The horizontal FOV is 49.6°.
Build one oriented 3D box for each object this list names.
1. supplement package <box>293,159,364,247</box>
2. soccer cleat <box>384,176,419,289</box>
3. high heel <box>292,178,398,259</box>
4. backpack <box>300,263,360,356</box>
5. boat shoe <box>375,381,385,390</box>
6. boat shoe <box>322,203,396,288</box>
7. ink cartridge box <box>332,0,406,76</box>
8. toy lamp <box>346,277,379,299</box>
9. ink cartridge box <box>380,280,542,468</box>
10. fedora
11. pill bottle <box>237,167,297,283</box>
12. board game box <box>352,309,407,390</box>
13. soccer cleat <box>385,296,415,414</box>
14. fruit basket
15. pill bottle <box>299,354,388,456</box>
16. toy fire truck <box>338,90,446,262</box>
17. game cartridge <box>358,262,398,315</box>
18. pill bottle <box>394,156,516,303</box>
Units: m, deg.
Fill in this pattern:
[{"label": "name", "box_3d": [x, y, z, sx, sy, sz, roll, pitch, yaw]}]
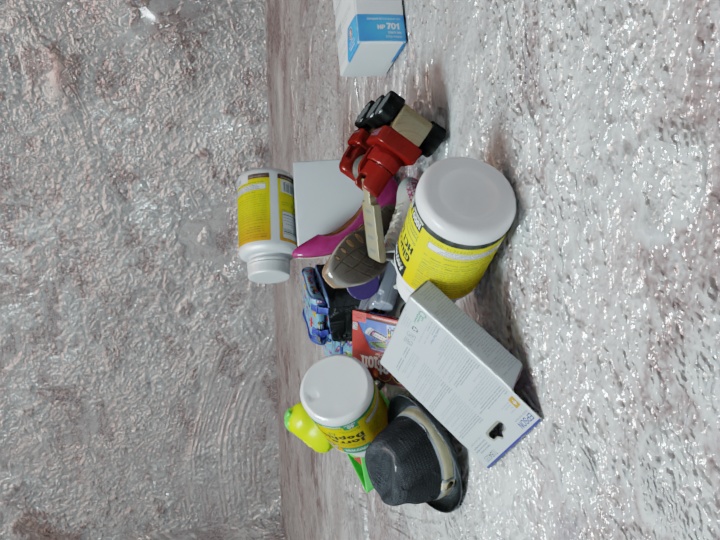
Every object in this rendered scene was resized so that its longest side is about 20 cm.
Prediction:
[{"label": "supplement package", "box_3d": [-0.040, -0.112, 1.388, 0.200, 0.151, 0.151, -160, 66, -86]}, {"label": "soccer cleat", "box_3d": [0.067, -0.057, 1.136, 0.070, 0.086, 0.200, 103, 159, -54]}, {"label": "high heel", "box_3d": [-0.025, -0.084, 1.255, 0.067, 0.200, 0.096, 16, 124, 69]}, {"label": "backpack", "box_3d": [-0.047, 0.102, 1.601, 0.183, 0.134, 0.200, -111, 18, -55]}, {"label": "boat shoe", "box_3d": [0.017, 0.168, 1.316, 0.200, 0.074, 0.060, -50, 5, 26]}, {"label": "boat shoe", "box_3d": [0.003, -0.027, 1.162, 0.072, 0.200, 0.076, -32, 96, 43]}, {"label": "ink cartridge box", "box_3d": [0.008, -0.438, 1.273, 0.146, 0.086, 0.200, 150, 116, -76]}, {"label": "toy lamp", "box_3d": [0.000, 0.000, 1.286, 0.200, 0.058, 0.058, -110, 18, -79]}, {"label": "ink cartridge box", "box_3d": [0.121, 0.131, 0.944, 0.200, 0.043, 0.196, 43, 152, 13]}, {"label": "fedora", "box_3d": [0.063, 0.283, 1.137, 0.201, 0.091, 0.201, 45, 147, 41]}, {"label": "pill bottle", "box_3d": [-0.173, -0.082, 1.449, 0.109, 0.109, 0.200, 122, 146, -69]}, {"label": "board game box", "box_3d": [0.057, 0.124, 1.177, 0.200, 0.019, 0.103, 9, 102, 49]}, {"label": "soccer cleat", "box_3d": [0.075, 0.137, 1.218, 0.078, 0.069, 0.200, 132, 135, -69]}, {"label": "fruit basket", "box_3d": [-0.032, 0.297, 1.415, 0.216, 0.215, 0.156, -140, 40, -73]}, {"label": "pill bottle", "box_3d": [-0.016, 0.221, 1.222, 0.200, 0.113, 0.113, 67, -172, -56]}, {"label": "toy fire truck", "box_3d": [0.025, -0.131, 1.111, 0.200, 0.129, 0.176, -57, 14, -2]}, {"label": "game cartridge", "box_3d": [0.037, 0.023, 1.297, 0.200, 0.041, 0.133, 124, 162, -68]}, {"label": "pill bottle", "box_3d": [0.102, -0.032, 0.923, 0.200, 0.112, 0.113, 106, 156, -57]}]
